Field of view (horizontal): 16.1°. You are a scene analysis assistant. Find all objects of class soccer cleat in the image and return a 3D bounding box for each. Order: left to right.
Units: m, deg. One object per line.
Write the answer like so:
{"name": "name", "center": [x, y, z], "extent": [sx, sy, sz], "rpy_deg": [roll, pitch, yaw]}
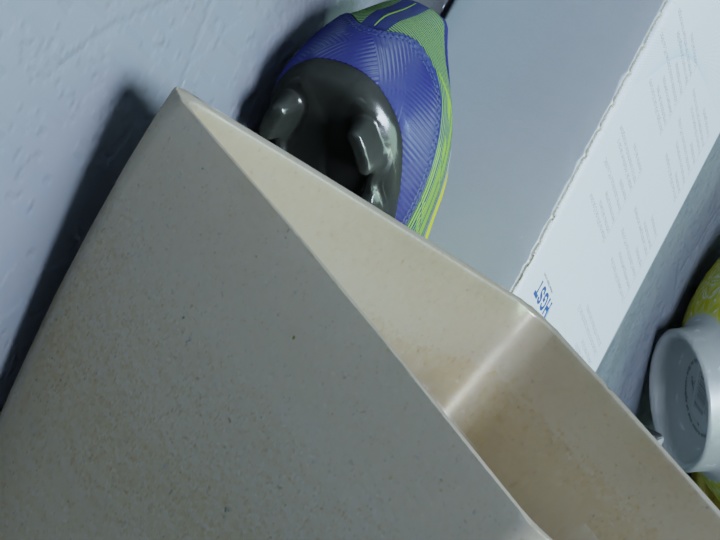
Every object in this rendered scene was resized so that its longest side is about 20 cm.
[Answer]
{"name": "soccer cleat", "center": [0.001, 0.000, 0.858], "extent": [0.084, 0.065, 0.200], "rpy_deg": [-47, 153, -44]}

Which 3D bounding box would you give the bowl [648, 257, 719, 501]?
{"name": "bowl", "center": [0.225, 0.067, 1.416], "extent": [0.108, 0.200, 0.200], "rpy_deg": [-5, 129, -18]}

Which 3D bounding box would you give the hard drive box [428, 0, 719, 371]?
{"name": "hard drive box", "center": [0.080, -0.056, 0.977], "extent": [0.200, 0.077, 0.156], "rpy_deg": [-61, 160, -13]}

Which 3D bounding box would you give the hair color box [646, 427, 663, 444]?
{"name": "hair color box", "center": [0.070, 0.163, 1.230], "extent": [0.109, 0.065, 0.200], "rpy_deg": [-7, 121, -67]}

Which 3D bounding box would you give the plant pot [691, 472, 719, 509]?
{"name": "plant pot", "center": [0.293, 0.136, 1.634], "extent": [0.142, 0.200, 0.200], "rpy_deg": [15, 100, -43]}

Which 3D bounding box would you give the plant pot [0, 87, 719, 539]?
{"name": "plant pot", "center": [-0.006, 0.101, 0.732], "extent": [0.177, 0.200, 0.200], "rpy_deg": [-48, 139, 10]}
